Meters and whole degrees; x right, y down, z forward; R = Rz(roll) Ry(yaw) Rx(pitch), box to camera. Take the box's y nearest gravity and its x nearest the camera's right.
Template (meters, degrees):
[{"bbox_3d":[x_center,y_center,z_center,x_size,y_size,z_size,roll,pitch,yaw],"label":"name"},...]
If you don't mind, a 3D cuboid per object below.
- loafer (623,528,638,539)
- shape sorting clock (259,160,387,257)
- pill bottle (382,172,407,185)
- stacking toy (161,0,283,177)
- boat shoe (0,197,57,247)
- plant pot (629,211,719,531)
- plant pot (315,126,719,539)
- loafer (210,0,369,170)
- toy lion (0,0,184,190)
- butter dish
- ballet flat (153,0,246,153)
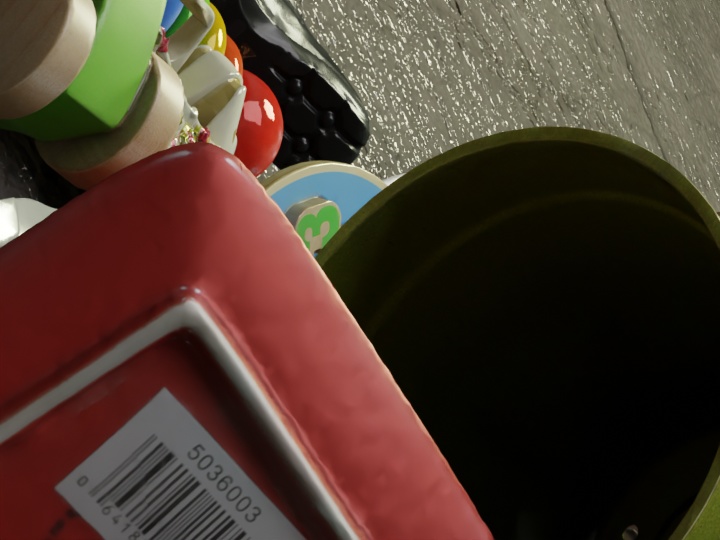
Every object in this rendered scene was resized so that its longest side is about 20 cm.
[{"bbox_3d":[0.137,0.192,1.219,0.071,0.073,0.200,-12,68,-31],"label":"loafer"},{"bbox_3d":[-0.022,0.058,1.121,0.200,0.039,0.200,-21,117,-49],"label":"shape sorting clock"},{"bbox_3d":[0.031,0.062,1.312,0.200,0.104,0.104,66,19,4],"label":"pill bottle"},{"bbox_3d":[-0.093,-0.100,1.244,0.200,0.085,0.085,54,20,-47],"label":"stacking toy"},{"bbox_3d":[-0.121,0.017,1.014,0.064,0.071,0.200,66,17,7],"label":"boat shoe"},{"bbox_3d":[0.146,0.049,1.488,0.187,0.200,0.187,52,22,-32],"label":"plant pot"},{"bbox_3d":[0.092,0.080,1.077,0.193,0.200,0.201,38,32,-48],"label":"plant pot"},{"bbox_3d":[-0.072,-0.121,1.341,0.201,0.068,0.070,48,3,-27],"label":"loafer"},{"bbox_3d":[-0.143,-0.110,0.938,0.069,0.200,0.192,39,50,-48],"label":"toy lion"},{"bbox_3d":[-0.082,0.079,0.927,0.200,0.199,0.148,57,-4,-15],"label":"butter dish"},{"bbox_3d":[-0.080,-0.075,1.168,0.076,0.064,0.200,47,-10,32],"label":"ballet flat"}]
